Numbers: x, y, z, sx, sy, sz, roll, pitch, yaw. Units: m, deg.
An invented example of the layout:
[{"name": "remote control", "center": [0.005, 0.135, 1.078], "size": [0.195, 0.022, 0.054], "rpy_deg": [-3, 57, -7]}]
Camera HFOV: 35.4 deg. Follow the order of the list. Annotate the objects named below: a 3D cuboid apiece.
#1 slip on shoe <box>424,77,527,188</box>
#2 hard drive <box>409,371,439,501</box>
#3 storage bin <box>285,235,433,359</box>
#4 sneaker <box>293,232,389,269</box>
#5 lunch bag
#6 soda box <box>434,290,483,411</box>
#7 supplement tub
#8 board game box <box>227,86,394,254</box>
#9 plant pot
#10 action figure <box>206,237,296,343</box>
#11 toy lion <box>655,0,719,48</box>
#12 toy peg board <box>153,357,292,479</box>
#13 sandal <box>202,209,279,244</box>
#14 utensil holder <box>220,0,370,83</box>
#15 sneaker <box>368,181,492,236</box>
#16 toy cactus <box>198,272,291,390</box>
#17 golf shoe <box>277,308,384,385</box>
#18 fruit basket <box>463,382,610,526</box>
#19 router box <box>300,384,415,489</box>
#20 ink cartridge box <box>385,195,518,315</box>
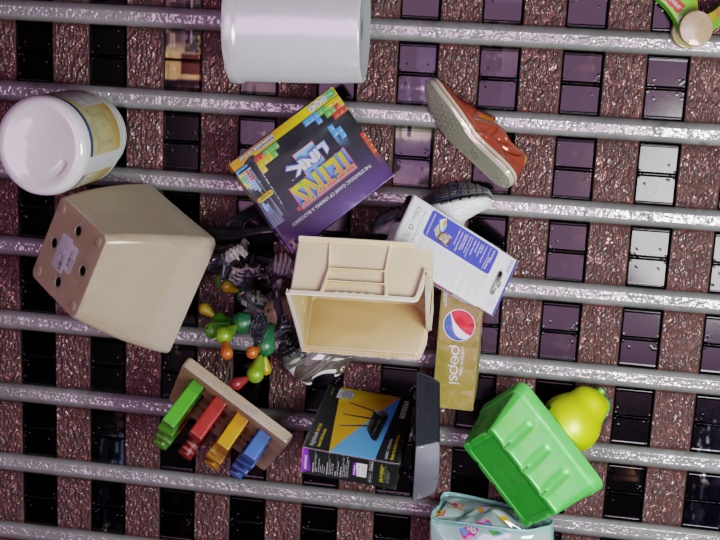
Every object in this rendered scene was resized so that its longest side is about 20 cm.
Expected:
[{"name": "slip on shoe", "center": [0.171, -0.213, 1.688], "size": [0.200, 0.074, 0.061], "rpy_deg": [46, 70, 4]}, {"name": "hard drive", "center": [0.097, 0.253, 1.700], "size": [0.042, 0.137, 0.201], "rpy_deg": [2, 147, 2]}, {"name": "storage bin", "center": [0.005, 0.043, 1.633], "size": [0.195, 0.201, 0.095], "rpy_deg": [4, 63, 6]}, {"name": "sneaker", "center": [0.000, 0.000, 1.737], "size": [0.197, 0.094, 0.071], "rpy_deg": [-5, 57, 24]}, {"name": "lunch bag", "center": [0.208, 0.458, 1.787], "size": [0.197, 0.122, 0.173], "rpy_deg": [5, 102, 14]}, {"name": "soda box", "center": [0.154, 0.111, 1.752], "size": [0.067, 0.064, 0.204], "rpy_deg": [6, 103, 9]}, {"name": "supplement tub", "center": [-0.446, -0.198, 1.713], "size": [0.142, 0.200, 0.147], "rpy_deg": [2, 102, 8]}, {"name": "board game box", "center": [-0.075, -0.149, 1.704], "size": [0.199, 0.057, 0.166], "rpy_deg": [-38, 94, -8]}, {"name": "plant pot", "center": [-0.373, -0.012, 1.710], "size": [0.199, 0.176, 0.202], "rpy_deg": [36, 108, 35]}, {"name": "action figure", "center": [-0.158, 0.009, 1.703], "size": [0.201, 0.117, 0.103], "rpy_deg": [61, 138, 36]}, {"name": "toy lion", "center": [0.461, -0.446, 1.595], "size": [0.200, 0.069, 0.192], "rpy_deg": [42, 97, -1]}, {"name": "toy peg board", "center": [-0.229, 0.260, 1.767], "size": [0.198, 0.200, 0.098], "rpy_deg": [37, 64, 0]}, {"name": "sandal", "center": [-0.184, -0.070, 1.767], "size": [0.197, 0.075, 0.049], "rpy_deg": [-2, 84, 9]}, {"name": "utensil holder", "center": [-0.089, -0.356, 1.644], "size": [0.196, 0.170, 0.173], "rpy_deg": [3, 102, 5]}, {"name": "sneaker", "center": [0.114, -0.072, 1.727], "size": [0.198, 0.075, 0.088], "rpy_deg": [-21, 110, 19]}, {"name": "toy cactus", "center": [-0.162, 0.084, 1.763], "size": [0.163, 0.202, 0.103], "rpy_deg": [-17, 141, -8]}, {"name": "golf shoe", "center": [-0.030, 0.110, 1.786], "size": [0.198, 0.078, 0.095], "rpy_deg": [-27, 120, 10]}, {"name": "fruit basket", "center": [0.290, 0.260, 1.739], "size": [0.215, 0.216, 0.156], "rpy_deg": [43, 145, -2]}, {"name": "router box", "center": [0.000, 0.253, 1.734], "size": [0.147, 0.200, 0.052], "rpy_deg": [8, 112, 7]}, {"name": "ink cartridge box", "center": [0.133, -0.021, 1.670], "size": [0.198, 0.037, 0.096], "rpy_deg": [30, 80, -17]}]
